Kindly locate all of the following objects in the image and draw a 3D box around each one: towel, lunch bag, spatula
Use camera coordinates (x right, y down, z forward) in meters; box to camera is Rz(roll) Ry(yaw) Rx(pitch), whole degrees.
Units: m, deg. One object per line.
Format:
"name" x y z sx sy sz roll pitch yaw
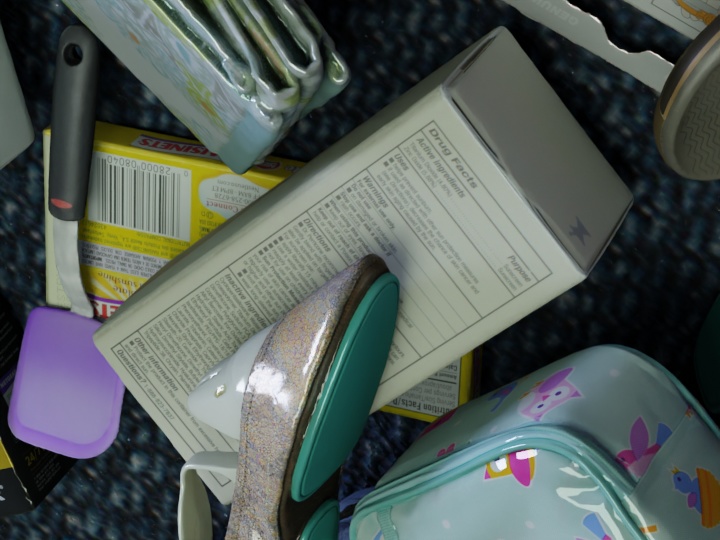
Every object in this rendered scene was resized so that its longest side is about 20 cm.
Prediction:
"towel" -0.081 -0.116 0.981 0.048 0.200 0.171 -43 93 -9
"lunch bag" 0.098 0.137 0.991 0.160 0.077 0.200 -28 103 46
"spatula" -0.123 -0.011 1.105 0.056 0.021 0.201 17 120 22

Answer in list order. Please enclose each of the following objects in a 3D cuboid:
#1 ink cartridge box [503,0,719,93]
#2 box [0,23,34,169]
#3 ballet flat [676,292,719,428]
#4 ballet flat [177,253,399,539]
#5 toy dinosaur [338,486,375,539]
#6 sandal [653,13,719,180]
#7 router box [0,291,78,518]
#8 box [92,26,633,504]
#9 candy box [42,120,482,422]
"ink cartridge box" 0.136 -0.154 0.944 0.161 0.050 0.200 31 139 5
"box" -0.277 -0.070 1.048 0.198 0.200 0.131 1 117 34
"ballet flat" 0.153 0.059 1.035 0.073 0.073 0.200 33 118 3
"ballet flat" -0.037 0.074 0.993 0.067 0.068 0.201 23 120 18
"toy dinosaur" 0.000 0.109 1.115 0.181 0.200 0.105 -38 128 -4
"sandal" 0.200 -0.072 0.915 0.199 0.055 0.082 -14 139 12
"router box" -0.250 0.051 1.204 0.199 0.052 0.158 -15 109 29
"box" 0.000 0.000 1.025 0.200 0.078 0.095 -33 99 31
"candy box" -0.042 -0.001 1.104 0.199 0.026 0.103 12 121 17
